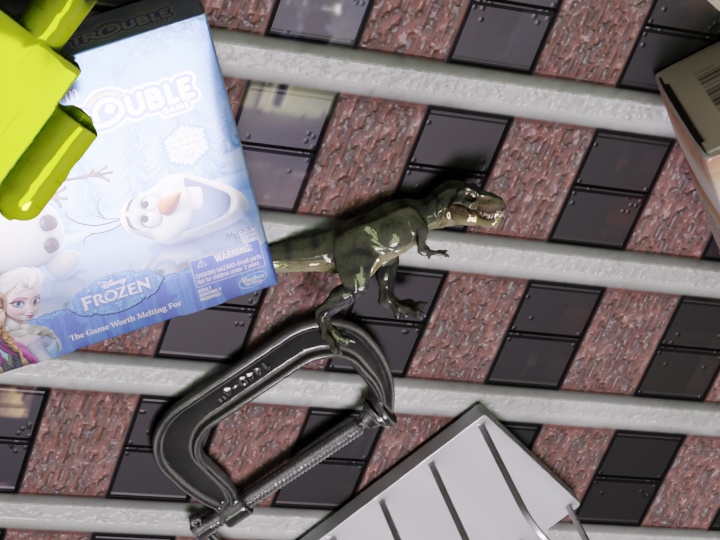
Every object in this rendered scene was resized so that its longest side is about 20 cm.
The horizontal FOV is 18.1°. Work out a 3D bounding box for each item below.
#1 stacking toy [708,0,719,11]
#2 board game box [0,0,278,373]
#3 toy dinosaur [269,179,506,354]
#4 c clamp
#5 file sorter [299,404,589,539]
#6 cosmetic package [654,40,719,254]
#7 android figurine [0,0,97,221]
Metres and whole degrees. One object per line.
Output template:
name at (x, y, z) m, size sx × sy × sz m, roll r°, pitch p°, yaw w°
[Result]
stacking toy at (0.278, -0.249, 1.349) m, size 0.200 × 0.146 × 0.146 m, roll -44°, pitch 132°, yaw -9°
board game box at (-0.167, -0.049, 1.357) m, size 0.199 × 0.043 × 0.200 m, roll -18°, pitch 124°, yaw -6°
toy dinosaur at (0.000, 0.000, 1.471) m, size 0.199 × 0.047 × 0.089 m, roll -16°, pitch 113°, yaw -5°
c clamp at (-0.053, 0.118, 1.562) m, size 0.200 × 0.027 × 0.171 m, roll -38°, pitch 125°, yaw 13°
file sorter at (0.062, 0.227, 1.623) m, size 0.200 × 0.125 × 0.139 m, roll -38°, pitch 130°, yaw 11°
cosmetic package at (0.273, -0.051, 1.497) m, size 0.087 × 0.104 × 0.200 m, roll -26°, pitch 130°, yaw 3°
android figurine at (-0.241, -0.100, 1.259) m, size 0.182 × 0.041 × 0.200 m, roll 38°, pitch 92°, yaw -16°
